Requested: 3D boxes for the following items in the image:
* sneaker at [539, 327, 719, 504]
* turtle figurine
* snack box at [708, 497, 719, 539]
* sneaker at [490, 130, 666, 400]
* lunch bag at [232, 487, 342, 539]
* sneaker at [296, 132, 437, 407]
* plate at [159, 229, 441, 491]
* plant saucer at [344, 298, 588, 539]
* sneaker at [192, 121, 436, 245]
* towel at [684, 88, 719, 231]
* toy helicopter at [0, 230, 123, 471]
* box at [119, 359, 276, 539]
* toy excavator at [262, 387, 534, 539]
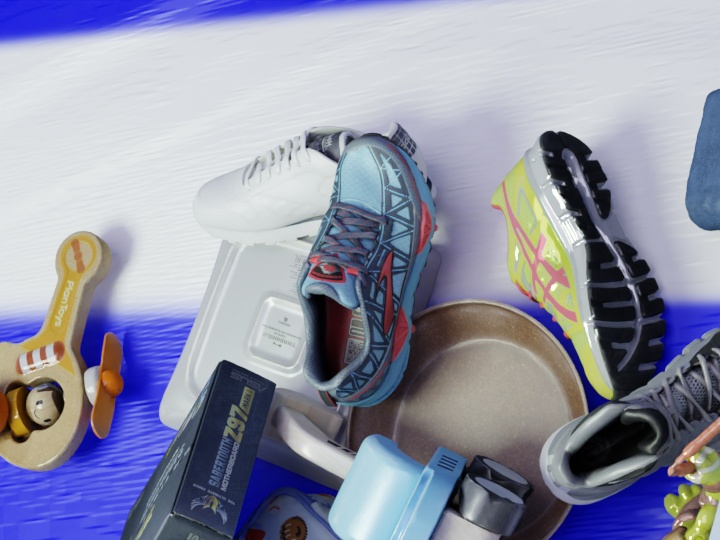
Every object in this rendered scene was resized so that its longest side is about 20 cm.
[{"bbox_3d":[0.213,0.095,1.313,0.200,0.115,0.075,-32,82,-1],"label":"sneaker"},{"bbox_3d":[0.212,0.179,1.287,0.064,0.161,0.200,22,94,8],"label":"turtle figurine"},{"bbox_3d":[0.273,0.174,1.251,0.068,0.169,0.200,12,83,28],"label":"snack box"},{"bbox_3d":[0.151,0.006,1.426,0.090,0.078,0.200,-34,65,42],"label":"sneaker"},{"bbox_3d":[-0.027,0.269,1.445,0.200,0.076,0.160,44,101,31],"label":"lunch bag"},{"bbox_3d":[0.000,0.000,1.425,0.079,0.095,0.201,4,90,27],"label":"sneaker"},{"bbox_3d":[-0.055,0.050,1.542,0.199,0.032,0.200,17,85,31],"label":"plate"},{"bbox_3d":[0.082,0.122,1.439,0.200,0.037,0.201,-6,79,30],"label":"plant saucer"},{"bbox_3d":[-0.043,-0.073,1.527,0.200,0.081,0.077,-7,46,21],"label":"sneaker"},{"bbox_3d":[0.302,-0.081,1.321,0.200,0.048,0.112,-4,65,58],"label":"towel"},{"bbox_3d":[-0.239,0.065,1.613,0.132,0.079,0.200,8,77,29],"label":"toy helicopter"},{"bbox_3d":[-0.133,0.185,1.442,0.158,0.051,0.200,-77,14,-48],"label":"box"},{"bbox_3d":[0.012,0.147,1.388,0.200,0.194,0.100,28,97,4],"label":"toy excavator"}]
